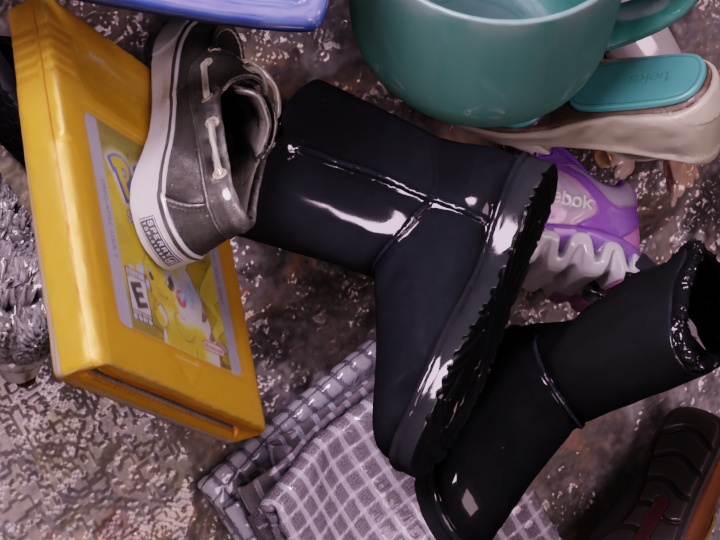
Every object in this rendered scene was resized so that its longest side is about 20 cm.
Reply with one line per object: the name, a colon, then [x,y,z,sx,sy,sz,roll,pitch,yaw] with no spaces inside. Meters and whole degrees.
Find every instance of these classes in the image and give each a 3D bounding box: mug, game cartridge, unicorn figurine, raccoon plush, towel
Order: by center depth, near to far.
raccoon plush: [-0.216,-0.032,0.939,0.097,0.134,0.201,-39,111,-16]
game cartridge: [-0.113,-0.022,0.954,0.176,0.032,0.202,32,44,-62]
mug: [0.082,-0.149,1.023,0.184,0.115,0.152,29,58,15]
towel: [0.023,0.157,1.109,0.165,0.085,0.201,-37,110,-19]
unicorn figurine: [0.173,-0.152,1.152,0.137,0.073,0.201,-39,120,-41]

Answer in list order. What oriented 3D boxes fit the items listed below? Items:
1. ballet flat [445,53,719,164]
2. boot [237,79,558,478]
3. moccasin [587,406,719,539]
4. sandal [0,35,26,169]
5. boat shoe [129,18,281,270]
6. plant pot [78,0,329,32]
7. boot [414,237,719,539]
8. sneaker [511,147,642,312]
ballet flat: [0.125,-0.093,1.089,0.069,0.199,0.070,-17,111,-53]
boot: [0.000,0.000,1.014,0.077,0.167,0.201,65,45,-64]
moccasin: [0.185,0.185,1.193,0.202,0.073,0.078,-61,147,-29]
sandal: [-0.171,-0.084,0.996,0.045,0.075,0.200,-50,122,-20]
boat shoe: [-0.074,-0.078,0.983,0.063,0.201,0.071,-20,128,18]
plant pot: [-0.119,-0.229,0.929,0.198,0.180,0.202,7,93,-16]
boot: [0.127,0.067,1.032,0.074,0.162,0.199,55,35,-16]
sneaker: [0.092,-0.042,1.129,0.199,0.080,0.089,18,67,-17]
